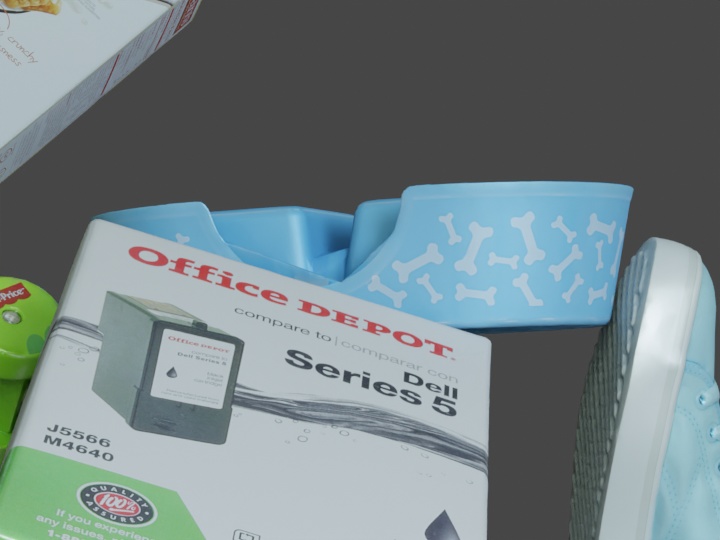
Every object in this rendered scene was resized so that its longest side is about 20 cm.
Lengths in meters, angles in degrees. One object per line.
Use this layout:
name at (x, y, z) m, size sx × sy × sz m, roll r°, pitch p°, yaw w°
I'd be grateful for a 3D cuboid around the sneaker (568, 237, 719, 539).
sneaker at (0.119, 0.088, 0.935) m, size 0.081 × 0.074 × 0.201 m, roll 4°, pitch 103°, yaw -7°

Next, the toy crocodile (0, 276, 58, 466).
toy crocodile at (-0.165, 0.015, 0.956) m, size 0.199 × 0.068 × 0.062 m, roll 25°, pitch 41°, yaw 3°

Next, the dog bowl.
dog bowl at (0.000, 0.000, 0.938) m, size 0.199 × 0.111 × 0.050 m, roll -3°, pitch 87°, yaw 20°

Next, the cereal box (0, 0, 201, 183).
cereal box at (-0.166, -0.099, 0.969) m, size 0.144 × 0.040 × 0.200 m, roll 38°, pitch 50°, yaw 6°

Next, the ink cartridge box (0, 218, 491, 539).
ink cartridge box at (-0.040, 0.079, 0.802) m, size 0.145 × 0.084 × 0.200 m, roll 17°, pitch 26°, yaw -6°
